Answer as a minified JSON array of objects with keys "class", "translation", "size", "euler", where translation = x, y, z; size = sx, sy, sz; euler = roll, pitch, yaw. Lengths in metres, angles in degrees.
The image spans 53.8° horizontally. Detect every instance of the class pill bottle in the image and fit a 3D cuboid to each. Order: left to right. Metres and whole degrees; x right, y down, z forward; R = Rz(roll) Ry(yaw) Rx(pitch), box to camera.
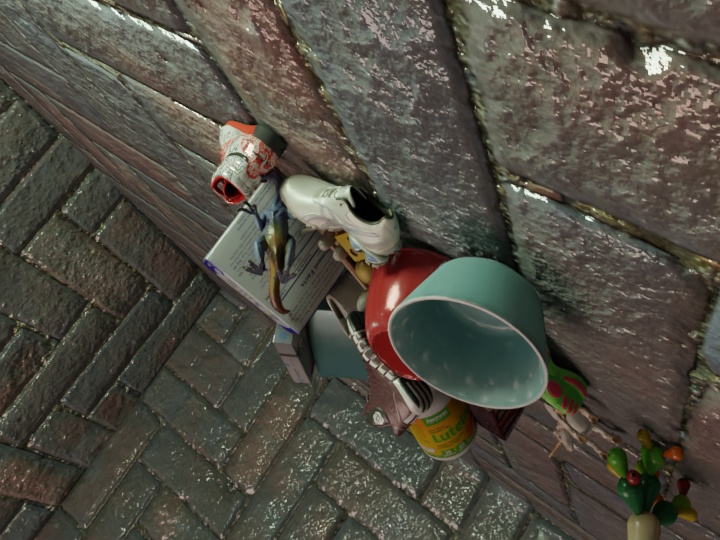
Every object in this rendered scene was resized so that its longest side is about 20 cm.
[{"class":"pill bottle","translation":[0.116,0.216,1.179],"size":[0.110,0.111,0.202],"euler":[24,152,46]}]

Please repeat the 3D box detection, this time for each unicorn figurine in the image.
[{"class":"unicorn figurine","translation":[0.341,0.245,1.130],"size":[0.137,0.073,0.203],"euler":[35,157,59]}]

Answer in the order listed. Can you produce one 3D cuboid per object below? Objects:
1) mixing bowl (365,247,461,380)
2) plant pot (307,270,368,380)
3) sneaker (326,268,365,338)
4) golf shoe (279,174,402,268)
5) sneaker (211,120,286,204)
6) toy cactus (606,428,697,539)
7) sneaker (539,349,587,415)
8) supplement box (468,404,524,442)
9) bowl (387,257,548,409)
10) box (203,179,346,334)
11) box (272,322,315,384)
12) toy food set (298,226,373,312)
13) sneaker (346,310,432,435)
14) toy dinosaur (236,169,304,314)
[{"class":"mixing bowl","translation":[0.079,0.079,0.996],"size":[0.196,0.109,0.203],"euler":[22,141,19]},{"class":"plant pot","translation":[-0.025,0.095,1.371],"size":[0.137,0.144,0.202],"euler":[2,143,17]},{"class":"sneaker","translation":[0.025,0.090,1.232],"size":[0.200,0.116,0.074],"euler":[47,156,-5]},{"class":"golf shoe","translation":[-0.026,-0.094,0.968],"size":[0.197,0.079,0.098],"euler":[29,148,16]},{"class":"sneaker","translation":[-0.192,-0.160,1.059],"size":[0.067,0.109,0.200],"euler":[43,167,-30]},{"class":"toy cactus","translation":[0.416,0.329,1.006],"size":[0.101,0.168,0.199],"euler":[-6,145,43]},{"class":"sneaker","translation":[0.235,0.135,0.992],"size":[0.200,0.077,0.083],"euler":[45,161,-26]},{"class":"supplement box","translation":[0.228,0.193,1.145],"size":[0.060,0.110,0.201],"euler":[28,166,29]},{"class":"bowl","translation":[0.140,0.063,0.850],"size":[0.196,0.106,0.203],"euler":[19,143,15]},{"class":"box","translation":[-0.134,-0.026,1.203],"size":[0.199,0.186,0.105],"euler":[39,166,-9]},{"class":"box","translation":[-0.113,0.107,1.361],"size":[0.040,0.160,0.201],"euler":[5,153,11]},{"class":"toy food set","translation":[0.000,0.000,1.105],"size":[0.201,0.061,0.142],"euler":[50,153,-17]},{"class":"sneaker","translation":[0.018,0.167,1.089],"size":[0.074,0.117,0.201],"euler":[1,-139,-44]},{"class":"toy dinosaur","translation":[-0.146,-0.068,1.121],"size":[0.102,0.185,0.203],"euler":[6,137,-9]}]
